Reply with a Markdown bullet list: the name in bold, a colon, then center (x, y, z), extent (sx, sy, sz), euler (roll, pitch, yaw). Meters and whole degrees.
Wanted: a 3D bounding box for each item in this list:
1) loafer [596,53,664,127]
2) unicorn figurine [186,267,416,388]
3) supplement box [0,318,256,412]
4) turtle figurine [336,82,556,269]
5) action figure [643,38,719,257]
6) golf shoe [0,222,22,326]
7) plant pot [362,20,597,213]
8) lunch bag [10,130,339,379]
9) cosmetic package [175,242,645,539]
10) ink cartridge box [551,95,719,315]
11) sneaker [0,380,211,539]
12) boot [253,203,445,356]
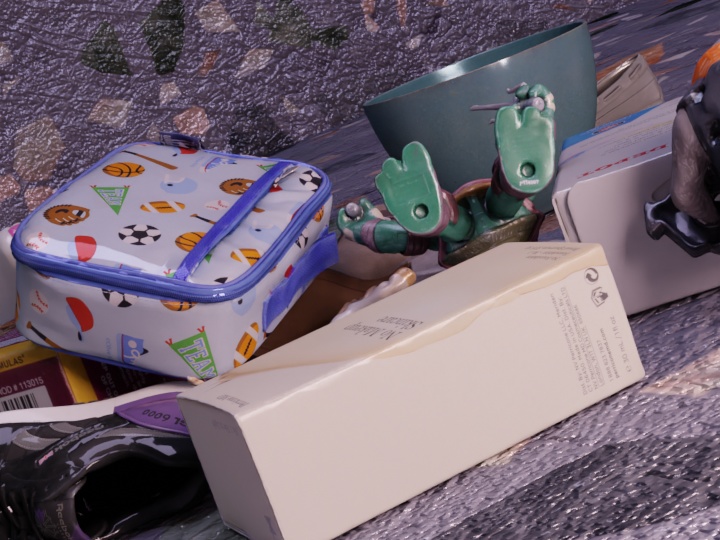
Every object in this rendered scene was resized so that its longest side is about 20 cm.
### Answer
- **loafer**: center (0.220, -0.161, 1.586), extent (0.199, 0.070, 0.070), euler (-26, 10, -29)
- **unicorn figurine**: center (-0.011, 0.057, 0.865), extent (0.137, 0.074, 0.200), euler (-33, -5, -4)
- **supplement box**: center (-0.171, 0.071, 1.002), extent (0.130, 0.104, 0.200), euler (-16, 11, 29)
- **turtle figurine**: center (0.066, -0.044, 0.923), extent (0.149, 0.101, 0.200), euler (-38, -6, 0)
- **action figure**: center (0.225, -0.064, 0.752), extent (0.199, 0.105, 0.194), euler (-31, 40, 11)
- **golf shoe**: center (-0.274, 0.032, 1.138), extent (0.091, 0.076, 0.200), euler (-22, -15, -30)
- **plant pot**: center (0.117, -0.112, 1.324), extent (0.198, 0.136, 0.200), euler (-20, 9, 3)
- **lunch bag**: center (-0.101, -0.014, 0.922), extent (0.159, 0.076, 0.200), euler (9, 28, 15)
- **cosmetic package**: center (0.023, 0.056, 0.755), extent (0.199, 0.074, 0.103), euler (-23, 10, -22)
- **ink cartridge box**: center (0.197, -0.050, 0.941), extent (0.143, 0.085, 0.200), euler (-19, 9, 14)
- **sneaker**: center (-0.167, 0.116, 0.841), extent (0.198, 0.076, 0.088), euler (-20, 15, 8)
- **boot**: center (0.000, 0.000, 1.065), extent (0.198, 0.071, 0.147), euler (-1, 26, 1)
